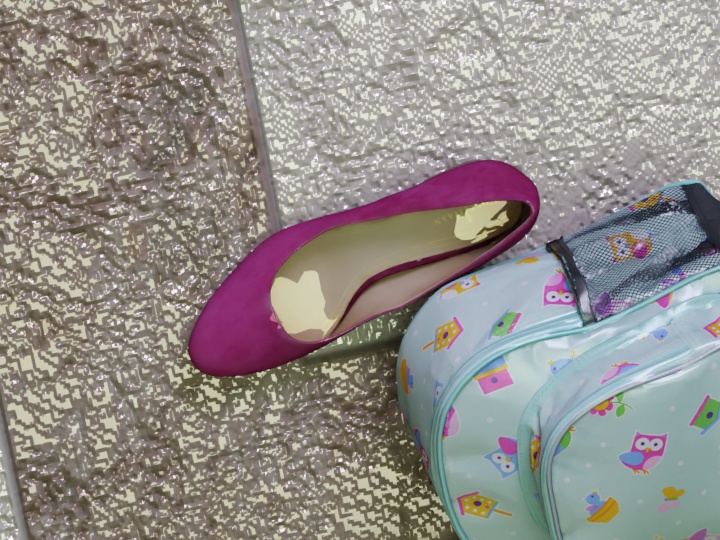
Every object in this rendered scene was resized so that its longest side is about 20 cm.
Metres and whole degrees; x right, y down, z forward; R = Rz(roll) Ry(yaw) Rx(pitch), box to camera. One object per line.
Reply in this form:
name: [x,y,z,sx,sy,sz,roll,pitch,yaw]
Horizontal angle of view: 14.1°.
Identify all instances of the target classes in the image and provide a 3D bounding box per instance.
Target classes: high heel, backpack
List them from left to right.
high heel: [0.000,0.000,1.527,0.200,0.096,0.067,-35,104,-4]
backpack: [0.124,0.072,1.529,0.200,0.153,0.176,-15,129,0]
